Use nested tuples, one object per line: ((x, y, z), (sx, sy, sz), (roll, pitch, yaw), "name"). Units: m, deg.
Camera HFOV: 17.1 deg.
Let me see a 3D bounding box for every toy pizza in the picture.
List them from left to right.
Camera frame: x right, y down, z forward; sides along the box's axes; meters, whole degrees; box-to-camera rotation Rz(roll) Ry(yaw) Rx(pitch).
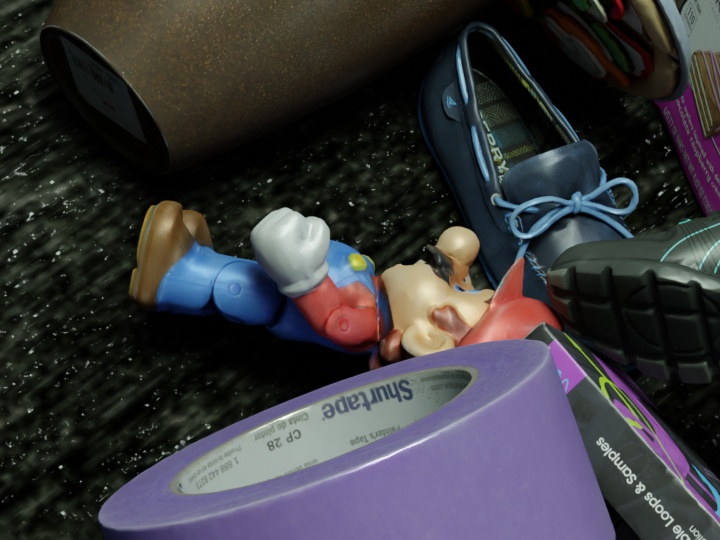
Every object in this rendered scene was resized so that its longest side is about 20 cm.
((0.093, -0.160, 1.223), (0.032, 0.200, 0.200), (-40, 70, -8), "toy pizza")

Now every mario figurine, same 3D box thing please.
((0.000, 0.000, 1.119), (0.199, 0.106, 0.124), (15, 34, 4), "mario figurine")

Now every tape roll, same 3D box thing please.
((-0.001, 0.103, 0.981), (0.199, 0.200, 0.085), (-24, 99, -29), "tape roll")

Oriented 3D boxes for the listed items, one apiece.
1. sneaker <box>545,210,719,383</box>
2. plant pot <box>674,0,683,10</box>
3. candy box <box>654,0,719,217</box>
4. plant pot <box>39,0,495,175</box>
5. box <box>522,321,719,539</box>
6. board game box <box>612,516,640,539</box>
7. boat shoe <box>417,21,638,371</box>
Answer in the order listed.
((0.183, 0.003, 1.070), (0.199, 0.076, 0.080), (3, 49, 22), "sneaker")
((0.255, -0.225, 1.315), (0.176, 0.200, 0.201), (-3, 55, -4), "plant pot")
((0.219, -0.110, 1.205), (0.061, 0.200, 0.137), (-6, 56, -19), "candy box")
((-0.057, -0.147, 1.187), (0.187, 0.187, 0.200), (41, 69, 16), "plant pot")
((0.152, 0.114, 1.070), (0.036, 0.143, 0.200), (-42, 69, 8), "box")
((0.113, 0.217, 1.024), (0.199, 0.062, 0.200), (-17, 60, -26), "board game box")
((0.086, -0.039, 1.199), (0.084, 0.069, 0.200), (-24, 64, -29), "boat shoe")
